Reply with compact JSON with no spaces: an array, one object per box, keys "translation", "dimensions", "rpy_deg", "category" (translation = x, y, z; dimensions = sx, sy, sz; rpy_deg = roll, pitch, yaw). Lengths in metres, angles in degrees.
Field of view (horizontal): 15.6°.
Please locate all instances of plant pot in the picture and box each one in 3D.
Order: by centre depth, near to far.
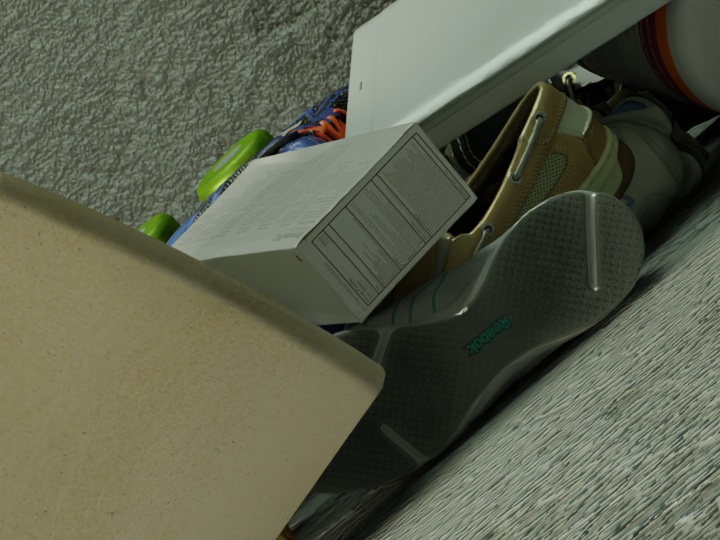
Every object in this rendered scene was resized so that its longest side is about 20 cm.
[{"translation":[-0.144,0.056,1.113],"dimensions":[0.200,0.177,0.200],"rpy_deg":[-53,25,-9],"category":"plant pot"}]

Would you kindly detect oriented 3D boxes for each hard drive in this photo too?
[{"translation":[0.077,-0.132,1.319],"dimensions":[0.199,0.026,0.132],"rpy_deg":[-33,30,25],"category":"hard drive"}]

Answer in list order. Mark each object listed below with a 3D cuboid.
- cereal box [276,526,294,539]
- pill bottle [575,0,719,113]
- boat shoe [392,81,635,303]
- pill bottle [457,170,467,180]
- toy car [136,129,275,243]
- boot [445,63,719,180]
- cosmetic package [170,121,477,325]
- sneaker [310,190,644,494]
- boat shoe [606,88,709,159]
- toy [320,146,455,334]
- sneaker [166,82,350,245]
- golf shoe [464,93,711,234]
[{"translation":[-0.130,0.105,1.275],"dimensions":[0.144,0.040,0.200],"rpy_deg":[-40,43,4],"category":"cereal box"},{"translation":[0.161,-0.147,1.371],"dimensions":[0.109,0.110,0.200],"rpy_deg":[-40,26,-11],"category":"pill bottle"},{"translation":[0.042,-0.002,1.250],"dimensions":[0.200,0.076,0.072],"rpy_deg":[-53,24,-7],"category":"boat shoe"},{"translation":[0.058,-0.035,1.600],"dimensions":[0.111,0.111,0.200],"rpy_deg":[-37,4,43],"category":"pill bottle"},{"translation":[-0.060,0.049,1.434],"dimensions":[0.158,0.164,0.200],"rpy_deg":[-39,12,23],"category":"toy car"},{"translation":[0.156,-0.110,1.502],"dimensions":[0.202,0.074,0.154],"rpy_deg":[-17,-2,-18],"category":"boot"},{"translation":[-0.026,-0.015,1.226],"dimensions":[0.083,0.051,0.200],"rpy_deg":[-44,14,-18],"category":"cosmetic package"},{"translation":[0.041,0.037,1.179],"dimensions":[0.200,0.071,0.080],"rpy_deg":[-32,-4,1],"category":"sneaker"},{"translation":[0.123,-0.052,1.455],"dimensions":[0.074,0.067,0.200],"rpy_deg":[-40,3,-27],"category":"boat shoe"},{"translation":[0.000,0.000,1.344],"dimensions":[0.200,0.047,0.116],"rpy_deg":[-60,-16,-50],"category":"toy"},{"translation":[-0.024,-0.045,1.399],"dimensions":[0.200,0.075,0.078],"rpy_deg":[-48,-1,-41],"category":"sneaker"},{"translation":[0.087,-0.019,1.357],"dimensions":[0.200,0.078,0.097],"rpy_deg":[-38,8,50],"category":"golf shoe"}]
